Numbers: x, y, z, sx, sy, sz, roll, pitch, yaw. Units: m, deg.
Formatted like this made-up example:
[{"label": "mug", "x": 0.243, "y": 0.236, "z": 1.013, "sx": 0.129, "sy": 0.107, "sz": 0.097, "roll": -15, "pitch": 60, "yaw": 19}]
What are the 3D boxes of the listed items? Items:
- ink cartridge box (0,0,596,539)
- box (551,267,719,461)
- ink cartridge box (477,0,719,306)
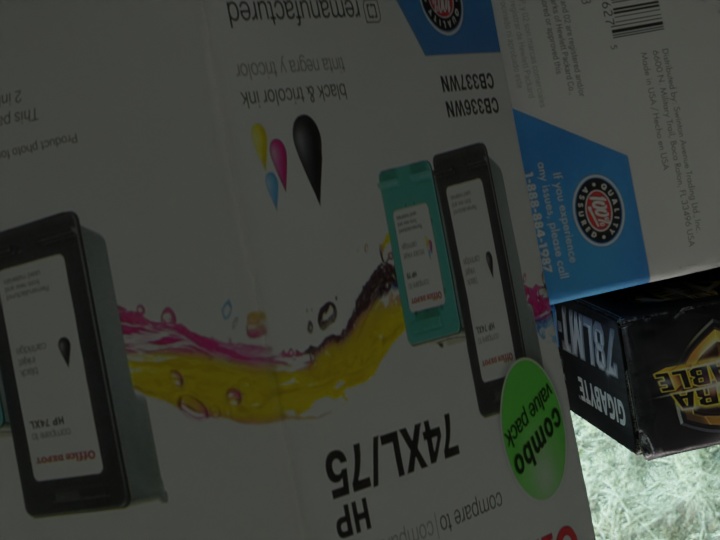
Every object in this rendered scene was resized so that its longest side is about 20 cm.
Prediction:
[{"label": "ink cartridge box", "x": -0.045, "y": 0.014, "z": 0.605, "sx": 0.146, "sy": 0.201, "sz": 0.147, "roll": -11, "pitch": -179, "yaw": 31}, {"label": "box", "x": 0.158, "y": 0.008, "z": 0.762, "sx": 0.198, "sy": 0.050, "sz": 0.200, "roll": -12, "pitch": -174, "yaw": -8}, {"label": "ink cartridge box", "x": 0.115, "y": -0.062, "z": 0.699, "sx": 0.199, "sy": 0.116, "sz": 0.068, "roll": -11, "pitch": -179, "yaw": -21}]
